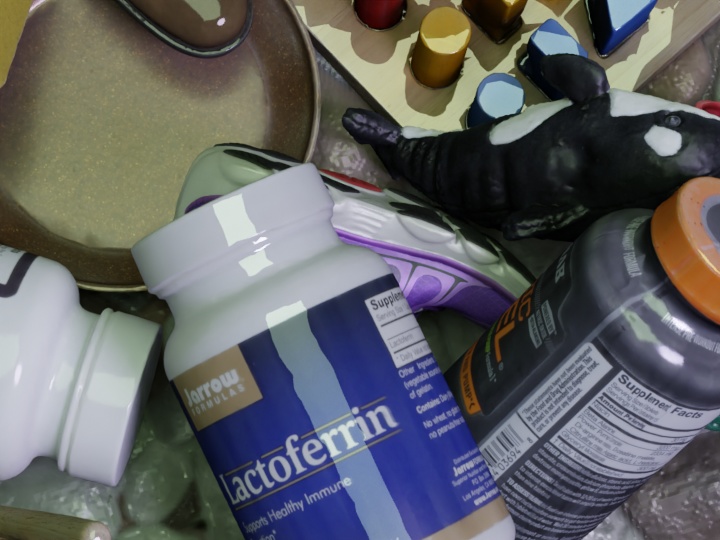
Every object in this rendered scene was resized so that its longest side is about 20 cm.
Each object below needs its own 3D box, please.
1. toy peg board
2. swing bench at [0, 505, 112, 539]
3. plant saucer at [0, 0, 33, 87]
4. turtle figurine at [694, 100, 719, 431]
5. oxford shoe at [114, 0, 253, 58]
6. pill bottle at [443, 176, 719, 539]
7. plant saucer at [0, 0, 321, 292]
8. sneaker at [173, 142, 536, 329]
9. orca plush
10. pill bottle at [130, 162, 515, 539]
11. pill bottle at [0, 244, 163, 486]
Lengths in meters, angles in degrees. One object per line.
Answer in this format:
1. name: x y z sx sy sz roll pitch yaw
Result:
1. toy peg board: 0.072 -0.169 1.385 0.200 0.098 0.199 -42 82 -11
2. swing bench: -0.174 0.209 1.252 0.130 0.200 0.199 34 74 -38
3. plant saucer: -0.253 -0.185 1.350 0.199 0.049 0.200 10 48 1
4. turtle figurine: 0.209 -0.013 1.358 0.150 0.101 0.201 18 74 -41
5. oxford shoe: -0.115 -0.194 1.344 0.073 0.084 0.200 -33 97 -11
6. pill bottle: 0.118 0.043 1.278 0.106 0.200 0.106 25 40 -23
7. plant saucer: -0.120 -0.083 1.386 0.200 0.037 0.201 1 77 -4
8. sneaker: 0.000 0.000 1.350 0.200 0.081 0.084 18 101 -14
9. orca plush: 0.079 -0.048 1.310 0.200 0.105 0.071 15 38 22
10. pill bottle: -0.020 0.059 1.244 0.116 0.116 0.200 -26 87 -9
11. pill bottle: -0.202 0.037 1.314 0.199 0.111 0.112 16 76 1
